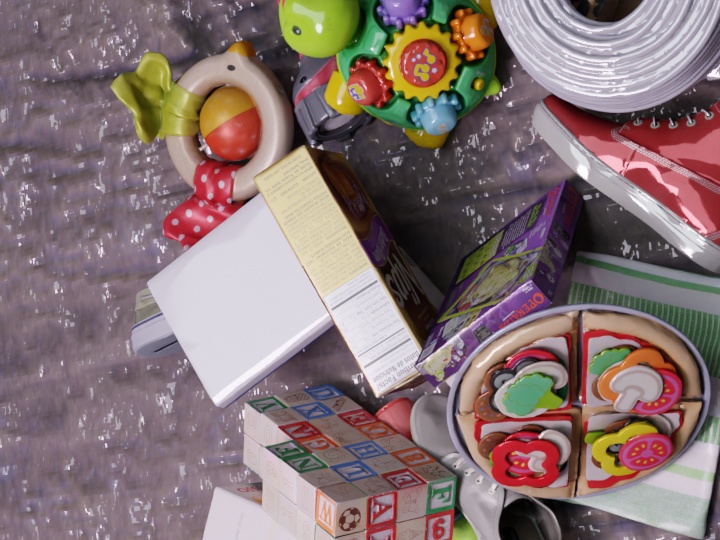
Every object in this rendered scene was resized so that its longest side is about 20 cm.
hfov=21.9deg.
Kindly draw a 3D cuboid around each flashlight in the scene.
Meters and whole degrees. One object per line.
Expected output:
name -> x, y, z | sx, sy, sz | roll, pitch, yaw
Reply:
flashlight -> -0.055, -0.210, 1.645 | 0.068, 0.067, 0.201 | -36, 69, 30

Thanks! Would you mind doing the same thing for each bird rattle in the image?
bird rattle -> -0.130, -0.113, 1.661 | 0.163, 0.112, 0.201 | -33, 70, 30

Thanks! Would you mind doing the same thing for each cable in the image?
cable -> 0.191, -0.219, 1.398 | 0.199, 0.069, 0.202 | -20, 83, 23

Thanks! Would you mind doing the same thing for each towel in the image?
towel -> 0.217, 0.094, 1.467 | 0.152, 0.023, 0.202 | 12, 93, 34

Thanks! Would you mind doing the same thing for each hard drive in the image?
hard drive -> -0.075, 0.006, 1.595 | 0.199, 0.025, 0.132 | -37, 70, 14

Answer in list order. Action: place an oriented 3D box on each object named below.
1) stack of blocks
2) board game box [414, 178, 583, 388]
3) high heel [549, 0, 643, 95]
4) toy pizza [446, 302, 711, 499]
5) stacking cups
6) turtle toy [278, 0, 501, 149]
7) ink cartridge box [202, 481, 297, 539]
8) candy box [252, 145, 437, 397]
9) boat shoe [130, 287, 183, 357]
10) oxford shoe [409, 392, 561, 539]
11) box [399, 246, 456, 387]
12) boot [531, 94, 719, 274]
stack of blocks -> -0.024, 0.165, 1.527 | 0.200, 0.114, 0.059 | 32, 124, 53
board game box -> 0.111, 0.007, 1.449 | 0.032, 0.200, 0.120 | 43, 117, -7
high heel -> 0.235, -0.200, 1.443 | 0.142, 0.071, 0.201 | 35, 101, 32
toy pizza -> 0.164, 0.107, 1.387 | 0.200, 0.200, 0.032 | -39, 32, 26
stacking cups -> 0.071, 0.198, 1.541 | 0.061, 0.060, 0.201 | -47, 61, 23
turtle toy -> 0.026, -0.185, 1.528 | 0.198, 0.101, 0.147 | 21, 102, -9
ink cartridge box -> -0.046, 0.260, 1.571 | 0.199, 0.128, 0.126 | 19, 97, 33
candy box -> 0.000, 0.000, 1.489 | 0.056, 0.117, 0.201 | -31, 83, 13
boat shoe -> -0.137, 0.021, 1.685 | 0.199, 0.072, 0.063 | -22, 69, 32
oxford shoe -> 0.104, 0.171, 1.494 | 0.201, 0.075, 0.058 | 60, 152, 33
box -> 0.072, 0.058, 1.557 | 0.200, 0.041, 0.039 | 48, 112, 26
boot -> 0.240, -0.112, 1.435 | 0.199, 0.072, 0.145 | 37, 107, 19
